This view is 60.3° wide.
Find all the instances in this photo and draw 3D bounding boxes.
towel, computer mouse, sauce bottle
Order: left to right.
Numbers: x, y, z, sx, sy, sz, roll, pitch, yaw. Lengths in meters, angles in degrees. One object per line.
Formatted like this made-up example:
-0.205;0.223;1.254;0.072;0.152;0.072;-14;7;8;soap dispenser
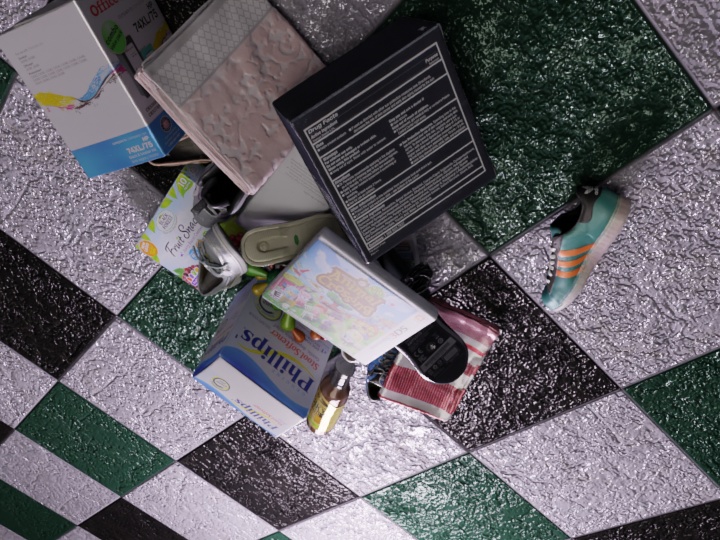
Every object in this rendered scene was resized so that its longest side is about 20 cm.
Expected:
-0.139;-0.231;0.757;0.191;0.202;0.032;45;158;-22;towel
-0.056;0.244;1.209;0.063;0.065;0.203;21;130;-1;sauce bottle
0.096;0.092;0.969;0.138;0.053;0.201;-39;112;2;computer mouse
0.130;0.154;1.040;0.141;0.023;0.204;21;110;-13;towel

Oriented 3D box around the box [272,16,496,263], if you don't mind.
0.030;-0.160;0.750;0.197;0.124;0.201;-32;122;-3;box

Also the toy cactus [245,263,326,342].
-0.090;0.038;0.987;0.201;0.103;0.164;50;149;-16;toy cactus

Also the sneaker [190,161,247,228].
-0.198;-0.103;0.842;0.077;0.141;0.200;36;127;-10;sneaker

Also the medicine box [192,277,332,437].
-0.155;0.140;1.058;0.181;0.202;0.102;39;131;-18;medicine box

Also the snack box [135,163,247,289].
-0.268;-0.068;1.020;0.141;0.054;0.200;36;130;-14;snack box

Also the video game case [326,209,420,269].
0.025;-0.018;0.994;0.139;0.018;0.204;0;128;17;video game case

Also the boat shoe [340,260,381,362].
-0.006;0.064;0.968;0.069;0.071;0.203;13;132;6;boat shoe

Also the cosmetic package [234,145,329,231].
-0.091;-0.123;0.901;0.100;0.075;0.199;32;133;-21;cosmetic package

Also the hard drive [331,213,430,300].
0.000;0.000;0.982;0.138;0.033;0.201;-26;117;33;hard drive

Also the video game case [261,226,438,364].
-0.019;0.046;0.871;0.198;0.022;0.181;35;137;-15;video game case

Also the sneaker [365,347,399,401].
0.057;0.158;1.083;0.077;0.090;0.203;19;130;0;sneaker

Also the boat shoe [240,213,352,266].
-0.073;-0.041;0.898;0.194;0.068;0.074;-3;88;-5;boat shoe

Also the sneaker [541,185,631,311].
0.292;-0.033;0.868;0.078;0.072;0.203;23;127;3;sneaker

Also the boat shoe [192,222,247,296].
-0.214;-0.008;0.922;0.075;0.064;0.202;53;160;3;boat shoe

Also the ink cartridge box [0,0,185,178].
-0.329;-0.259;0.817;0.142;0.149;0.203;-8;127;24;ink cartridge box

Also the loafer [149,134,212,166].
-0.221;-0.183;0.902;0.194;0.064;0.073;-5;127;21;loafer
